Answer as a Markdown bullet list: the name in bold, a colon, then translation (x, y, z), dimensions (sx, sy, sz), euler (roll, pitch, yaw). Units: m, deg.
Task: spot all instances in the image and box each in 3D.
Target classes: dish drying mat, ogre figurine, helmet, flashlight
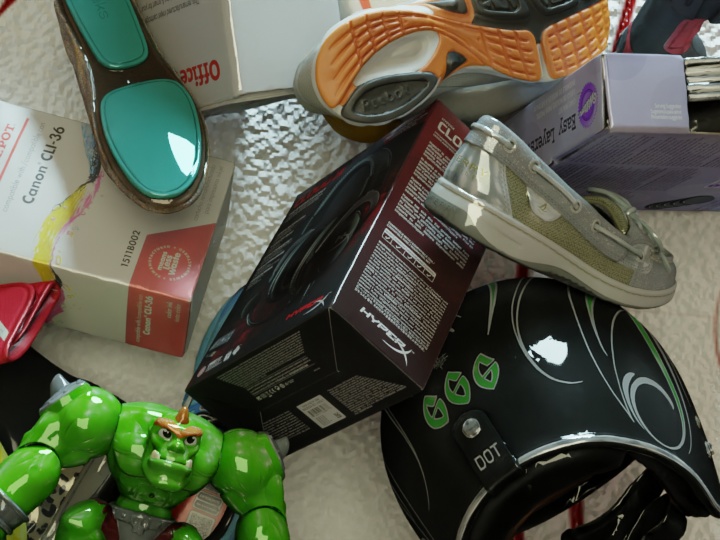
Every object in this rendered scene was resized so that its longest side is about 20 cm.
- **dish drying mat**: translation (-0.281, 0.041, 0.917), dimensions (0.199, 0.018, 0.077), euler (-8, 37, 22)
- **ogre figurine**: translation (-0.122, 0.132, 0.847), dimensions (0.199, 0.098, 0.121), euler (13, 78, 6)
- **helmet**: translation (0.106, 0.099, 0.899), dimensions (0.199, 0.201, 0.191), euler (-6, 34, -8)
- **flashlight**: translation (0.209, -0.156, 0.963), dimensions (0.067, 0.200, 0.068), euler (-32, 83, -11)

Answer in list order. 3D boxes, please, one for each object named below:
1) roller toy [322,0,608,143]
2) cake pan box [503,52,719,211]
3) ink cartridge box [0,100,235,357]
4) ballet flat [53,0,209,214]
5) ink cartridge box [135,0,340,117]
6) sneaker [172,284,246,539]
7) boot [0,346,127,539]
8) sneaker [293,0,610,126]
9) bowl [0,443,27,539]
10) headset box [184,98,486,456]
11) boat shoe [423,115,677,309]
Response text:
- **roller toy**: translation (0.067, -0.178, 0.989), dimensions (0.181, 0.140, 0.201), euler (8, 86, 3)
- **cake pan box**: translation (0.190, -0.080, 0.929), dimensions (0.183, 0.200, 0.053), euler (-2, 80, -16)
- **ink cartridge box**: translation (-0.190, -0.032, 0.958), dimensions (0.199, 0.068, 0.117), euler (14, 53, -1)
- **ballet flat**: translation (-0.139, -0.101, 0.934), dimensions (0.068, 0.067, 0.201), euler (-11, 57, -16)
- **ink cartridge box**: translation (-0.088, -0.201, 0.951), dimensions (0.084, 0.145, 0.201), euler (-10, 94, -31)
- **sneaker**: translation (-0.079, 0.102, 0.943), dimensions (0.078, 0.090, 0.201), euler (15, 77, 0)
- **boot**: translation (-0.240, 0.134, 0.940), dimensions (0.153, 0.074, 0.204), euler (36, 82, 11)
- **sneaker**: translation (0.049, -0.135, 0.884), dimensions (0.199, 0.092, 0.076), euler (-15, 99, -22)
- **bowl**: translation (-0.302, 0.161, 0.864), dimensions (0.199, 0.108, 0.202), euler (-4, 80, 26)
- **headset box**: translation (0.000, 0.000, 0.907), dimensions (0.077, 0.149, 0.201), euler (41, 49, -18)
- **boat shoe**: translation (0.122, -0.029, 0.868), dimensions (0.201, 0.074, 0.065), euler (20, 101, -40)
